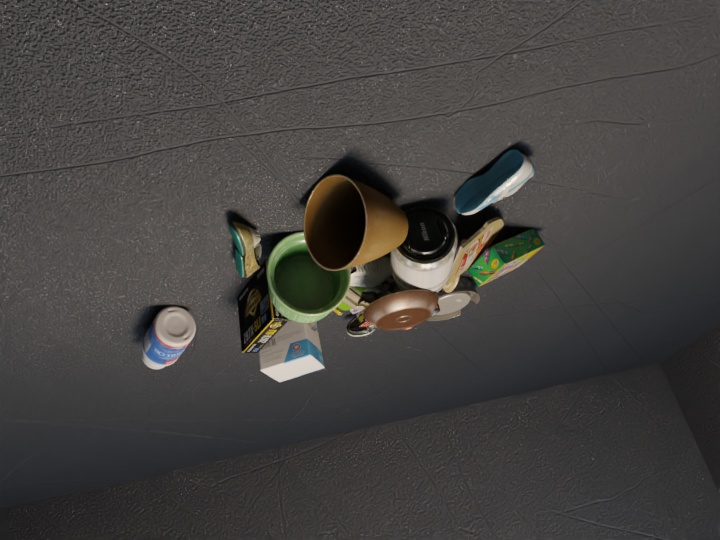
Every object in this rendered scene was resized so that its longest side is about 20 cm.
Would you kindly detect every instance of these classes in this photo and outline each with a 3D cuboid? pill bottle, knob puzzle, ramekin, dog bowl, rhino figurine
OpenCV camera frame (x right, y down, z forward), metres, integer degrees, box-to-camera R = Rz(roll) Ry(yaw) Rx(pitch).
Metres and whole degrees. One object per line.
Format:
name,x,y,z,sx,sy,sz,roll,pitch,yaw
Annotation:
pill bottle,-0.528,0.191,1.501,0.110,0.115,0.200,6,147,-33
knob puzzle,0.296,-0.071,1.422,0.218,0.030,0.221,-40,159,-18
ramekin,-0.126,0.022,1.294,0.194,0.206,0.098,-4,160,-17
dog bowl,0.274,0.089,1.745,0.194,0.060,0.202,-12,153,-6
rhino figurine,0.080,0.057,1.489,0.196,0.061,0.088,-23,134,15

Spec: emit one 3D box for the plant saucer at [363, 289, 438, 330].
plant saucer,0.105,0.107,1.384,0.194,0.038,0.202,-10,154,-5

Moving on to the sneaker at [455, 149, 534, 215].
sneaker,0.299,-0.184,1.239,0.079,0.079,0.198,12,145,-43

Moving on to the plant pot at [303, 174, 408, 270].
plant pot,0.010,-0.098,1.177,0.197,0.191,0.185,-2,153,-47

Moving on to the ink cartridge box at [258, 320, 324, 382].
ink cartridge box,-0.200,0.176,1.529,0.143,0.205,0.147,-16,154,7

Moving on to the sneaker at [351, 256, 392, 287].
sneaker,0.000,0.000,1.421,0.194,0.079,0.081,-11,164,-9

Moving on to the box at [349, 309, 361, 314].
box,0.059,0.078,1.644,0.194,0.042,0.039,-17,153,8

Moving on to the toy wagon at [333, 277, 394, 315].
toy wagon,0.000,0.064,1.560,0.197,0.040,0.154,-30,130,29

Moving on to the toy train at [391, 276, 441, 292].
toy train,0.173,0.034,1.613,0.195,0.047,0.034,5,153,-27

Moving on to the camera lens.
camera lens,0.148,-0.041,1.334,0.155,0.164,0.201,-12,153,-3

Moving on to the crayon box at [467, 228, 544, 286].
crayon box,0.397,-0.036,1.501,0.197,0.059,0.119,-21,161,-38

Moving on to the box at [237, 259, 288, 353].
box,-0.252,0.096,1.403,0.048,0.164,0.200,6,147,-34

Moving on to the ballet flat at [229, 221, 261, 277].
ballet flat,-0.253,-0.055,1.240,0.068,0.072,0.202,-7,151,-12

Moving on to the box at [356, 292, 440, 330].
box,0.104,0.114,1.496,0.196,0.041,0.136,9,147,-41

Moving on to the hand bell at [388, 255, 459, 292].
hand bell,0.164,-0.011,1.509,0.194,0.107,0.105,12,146,-18

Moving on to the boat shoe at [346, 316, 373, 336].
boat shoe,0.045,0.146,1.727,0.193,0.076,0.067,-15,151,0
